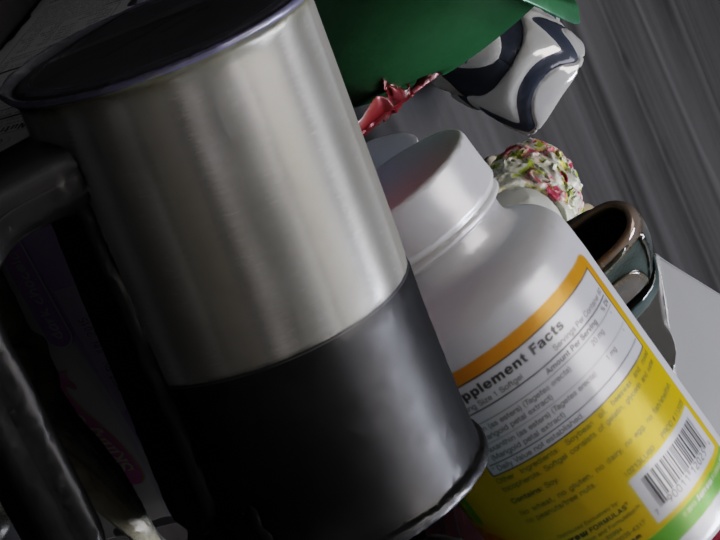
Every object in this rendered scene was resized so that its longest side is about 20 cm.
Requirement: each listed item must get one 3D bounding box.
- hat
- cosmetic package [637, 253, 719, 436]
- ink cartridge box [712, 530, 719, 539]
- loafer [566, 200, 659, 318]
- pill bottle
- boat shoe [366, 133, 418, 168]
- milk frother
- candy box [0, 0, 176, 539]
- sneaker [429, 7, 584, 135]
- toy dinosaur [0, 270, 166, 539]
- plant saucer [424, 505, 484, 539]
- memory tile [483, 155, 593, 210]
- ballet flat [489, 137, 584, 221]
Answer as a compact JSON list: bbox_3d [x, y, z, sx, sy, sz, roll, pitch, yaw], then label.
[{"bbox_3d":[-0.021,-0.075,0.987,0.200,0.165,0.177,7,113,-62],"label":"hat"},{"bbox_3d":[0.168,0.067,1.274,0.200,0.090,0.108,24,56,-57],"label":"cosmetic package"},{"bbox_3d":[0.136,0.183,1.091,0.082,0.200,0.147,21,88,-29],"label":"ink cartridge box"},{"bbox_3d":[0.052,0.030,1.089,0.072,0.199,0.063,51,-10,27],"label":"loafer"},{"bbox_3d":[0.067,0.043,1.005,0.200,0.111,0.111,53,30,-14],"label":"pill bottle"},{"bbox_3d":[0.000,0.000,1.132,0.200,0.071,0.068,-65,134,-64],"label":"boat shoe"},{"bbox_3d":[-0.029,0.016,0.762,0.180,0.199,0.189,-37,114,-37],"label":"milk frother"},{"bbox_3d":[-0.089,-0.019,0.940,0.168,0.071,0.200,64,27,-25],"label":"candy box"},{"bbox_3d":[0.039,-0.143,1.269,0.129,0.080,0.199,32,13,-15],"label":"sneaker"},{"bbox_3d":[-0.133,0.053,0.822,0.201,0.047,0.088,58,45,-20],"label":"toy dinosaur"},{"bbox_3d":[0.083,0.121,1.262,0.200,0.051,0.202,40,43,-52],"label":"plant saucer"},{"bbox_3d":[0.110,0.022,1.292,0.200,0.017,0.154,18,62,-62],"label":"memory tile"},{"bbox_3d":[0.066,0.016,1.165,0.075,0.064,0.201,29,71,-6],"label":"ballet flat"}]
